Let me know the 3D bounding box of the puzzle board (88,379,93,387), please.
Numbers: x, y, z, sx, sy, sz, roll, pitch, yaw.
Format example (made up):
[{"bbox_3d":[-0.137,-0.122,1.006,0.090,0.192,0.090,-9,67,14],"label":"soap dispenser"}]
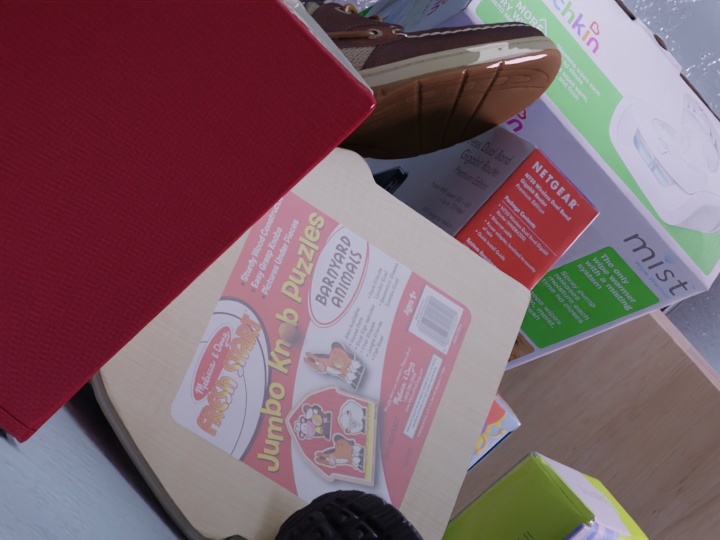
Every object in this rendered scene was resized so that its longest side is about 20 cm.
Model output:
[{"bbox_3d":[-0.086,-0.005,1.200,0.151,0.017,0.201,51,31,-39],"label":"puzzle board"}]

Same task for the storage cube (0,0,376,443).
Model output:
[{"bbox_3d":[-0.132,-0.084,0.988,0.200,0.180,0.171,43,6,-33],"label":"storage cube"}]

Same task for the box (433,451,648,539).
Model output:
[{"bbox_3d":[0.059,0.141,1.217,0.048,0.122,0.200,49,5,16],"label":"box"}]

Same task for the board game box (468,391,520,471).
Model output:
[{"bbox_3d":[-0.013,0.040,1.488,0.103,0.105,0.200,45,5,-32],"label":"board game box"}]

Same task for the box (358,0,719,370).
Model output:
[{"bbox_3d":[0.086,-0.066,1.465,0.200,0.097,0.176,48,-38,-16],"label":"box"}]

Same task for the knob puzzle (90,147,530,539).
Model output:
[{"bbox_3d":[-0.040,0.031,1.146,0.220,0.220,0.030,47,-37,-6],"label":"knob puzzle"}]

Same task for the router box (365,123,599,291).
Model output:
[{"bbox_3d":[0.000,0.000,1.307,0.049,0.180,0.200,44,-4,-25],"label":"router box"}]

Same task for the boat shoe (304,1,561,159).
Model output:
[{"bbox_3d":[-0.009,-0.090,1.215,0.072,0.199,0.072,106,-33,-61],"label":"boat shoe"}]

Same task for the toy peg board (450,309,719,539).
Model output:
[{"bbox_3d":[0.154,0.125,1.618,0.199,0.200,0.098,48,22,4],"label":"toy peg board"}]

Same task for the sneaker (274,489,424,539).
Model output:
[{"bbox_3d":[0.025,0.173,1.054,0.200,0.076,0.091,59,1,33],"label":"sneaker"}]
